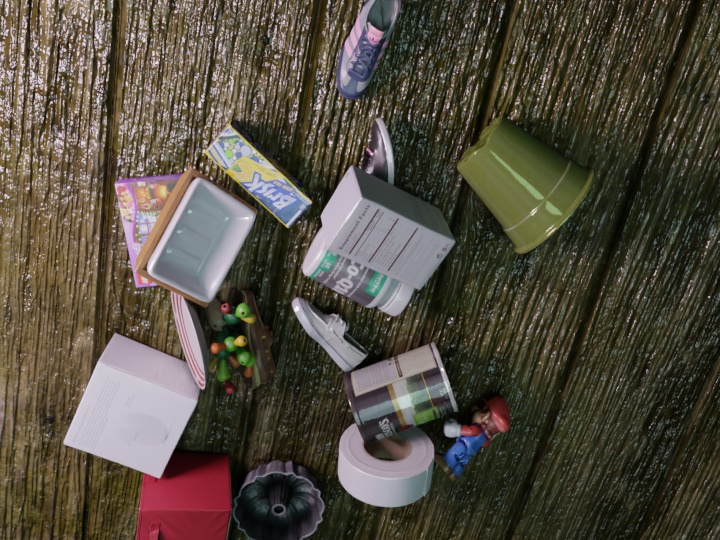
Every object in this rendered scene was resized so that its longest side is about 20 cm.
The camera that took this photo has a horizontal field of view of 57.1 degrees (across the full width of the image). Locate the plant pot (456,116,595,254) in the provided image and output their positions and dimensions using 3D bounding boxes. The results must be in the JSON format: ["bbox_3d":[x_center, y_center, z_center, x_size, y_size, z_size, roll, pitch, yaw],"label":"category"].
[{"bbox_3d":[0.279,-0.169,1.184,0.189,0.200,0.200,41,104,-5],"label":"plant pot"}]

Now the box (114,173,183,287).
[{"bbox_3d":[-0.363,-0.073,1.224,0.134,0.039,0.203,-6,112,-3],"label":"box"}]

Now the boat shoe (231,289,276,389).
[{"bbox_3d":[-0.210,0.131,1.312,0.067,0.072,0.204,-17,108,-34],"label":"boat shoe"}]

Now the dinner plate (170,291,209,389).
[{"bbox_3d":[-0.314,0.121,1.232,0.024,0.200,0.203,-17,114,-23],"label":"dinner plate"}]

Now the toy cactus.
[{"bbox_3d":[-0.259,0.122,1.249,0.101,0.165,0.202,-17,140,-29],"label":"toy cactus"}]

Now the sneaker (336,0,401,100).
[{"bbox_3d":[0.011,-0.383,1.113,0.069,0.082,0.203,17,109,-12],"label":"sneaker"}]

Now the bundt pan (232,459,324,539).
[{"bbox_3d":[-0.178,0.500,1.450,0.198,0.076,0.205,-2,112,-5],"label":"bundt pan"}]

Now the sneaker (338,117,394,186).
[{"bbox_3d":[0.007,-0.172,1.201,0.097,0.071,0.203,-6,116,-8],"label":"sneaker"}]

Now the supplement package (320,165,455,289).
[{"bbox_3d":[0.046,-0.074,1.162,0.198,0.118,0.118,23,118,-24],"label":"supplement package"}]

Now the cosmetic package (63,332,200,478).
[{"bbox_3d":[-0.442,0.267,1.307,0.198,0.123,0.201,25,108,-16],"label":"cosmetic package"}]

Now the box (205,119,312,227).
[{"bbox_3d":[-0.179,-0.173,1.189,0.070,0.064,0.200,-44,109,12],"label":"box"}]

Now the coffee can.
[{"bbox_3d":[0.081,0.246,1.335,0.197,0.147,0.148,-20,112,3],"label":"coffee can"}]

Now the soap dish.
[{"bbox_3d":[-0.291,-0.058,1.165,0.157,0.081,0.202,32,83,-42],"label":"soap dish"}]

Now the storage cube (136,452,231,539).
[{"bbox_3d":[-0.367,0.498,1.372,0.177,0.200,0.174,7,111,-15],"label":"storage cube"}]

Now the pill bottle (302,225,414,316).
[{"bbox_3d":[0.000,0.000,1.247,0.198,0.113,0.114,27,107,-15],"label":"pill bottle"}]

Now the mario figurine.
[{"bbox_3d":[0.234,0.344,1.416,0.200,0.124,0.106,-43,79,-9],"label":"mario figurine"}]

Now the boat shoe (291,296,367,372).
[{"bbox_3d":[-0.055,0.116,1.312,0.069,0.071,0.201,-34,114,10],"label":"boat shoe"}]

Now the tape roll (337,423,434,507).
[{"bbox_3d":[0.053,0.390,1.360,0.199,0.203,0.072,2,111,-6],"label":"tape roll"}]
